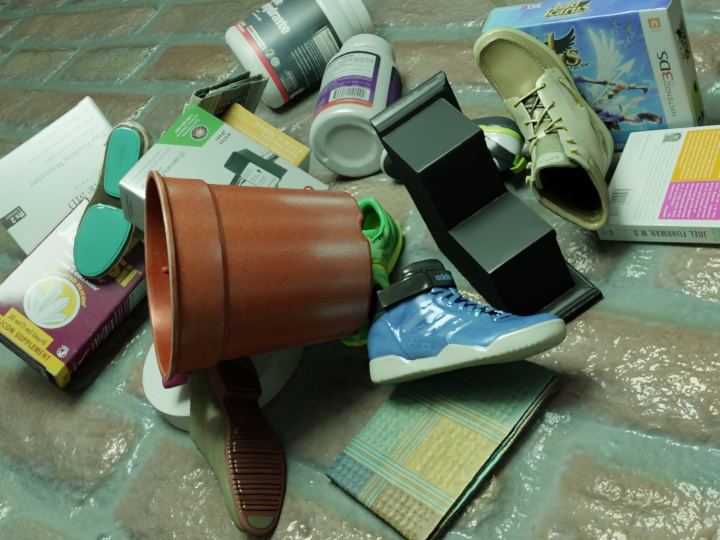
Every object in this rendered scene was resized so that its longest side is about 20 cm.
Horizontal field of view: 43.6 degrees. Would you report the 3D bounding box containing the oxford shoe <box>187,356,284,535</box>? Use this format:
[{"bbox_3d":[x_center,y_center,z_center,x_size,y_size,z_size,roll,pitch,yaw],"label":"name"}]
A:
[{"bbox_3d":[-0.130,0.177,0.910,0.075,0.070,0.200,-36,52,30],"label":"oxford shoe"}]

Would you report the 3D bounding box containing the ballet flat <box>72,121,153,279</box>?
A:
[{"bbox_3d":[-0.296,-0.085,1.105,0.067,0.068,0.200,-82,15,-78],"label":"ballet flat"}]

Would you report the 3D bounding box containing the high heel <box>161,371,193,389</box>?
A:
[{"bbox_3d":[-0.210,0.054,1.042,0.096,0.067,0.200,-35,45,-4],"label":"high heel"}]

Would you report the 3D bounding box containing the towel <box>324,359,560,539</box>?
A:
[{"bbox_3d":[0.075,0.150,0.848,0.200,0.022,0.147,-48,41,-15],"label":"towel"}]

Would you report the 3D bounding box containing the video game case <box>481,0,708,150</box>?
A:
[{"bbox_3d":[0.253,-0.208,0.969,0.200,0.181,0.045,2,50,35],"label":"video game case"}]

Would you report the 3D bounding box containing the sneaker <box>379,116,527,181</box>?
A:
[{"bbox_3d":[0.103,-0.126,1.071,0.200,0.072,0.083,-9,61,37],"label":"sneaker"}]

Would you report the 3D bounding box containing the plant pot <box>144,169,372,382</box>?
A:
[{"bbox_3d":[-0.102,0.000,0.884,0.195,0.201,0.201,-4,35,-19],"label":"plant pot"}]

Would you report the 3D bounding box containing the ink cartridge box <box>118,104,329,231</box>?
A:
[{"bbox_3d":[-0.156,-0.078,1.049,0.200,0.083,0.147,31,62,8],"label":"ink cartridge box"}]

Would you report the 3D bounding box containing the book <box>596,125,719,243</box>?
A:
[{"bbox_3d":[0.347,-0.085,0.891,0.200,0.048,0.134,5,53,39],"label":"book"}]

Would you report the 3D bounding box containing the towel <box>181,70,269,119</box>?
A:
[{"bbox_3d":[-0.209,-0.173,1.205,0.200,0.035,0.193,-60,-10,28],"label":"towel"}]

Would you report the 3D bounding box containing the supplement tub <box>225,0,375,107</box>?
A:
[{"bbox_3d":[-0.093,-0.357,1.384,0.200,0.140,0.140,-34,39,-2],"label":"supplement tub"}]

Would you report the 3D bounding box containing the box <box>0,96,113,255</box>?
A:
[{"bbox_3d":[-0.417,-0.123,1.293,0.199,0.131,0.200,-39,4,-9],"label":"box"}]

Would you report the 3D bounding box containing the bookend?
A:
[{"bbox_3d":[0.123,-0.064,0.894,0.092,0.200,0.199,-34,39,-2],"label":"bookend"}]

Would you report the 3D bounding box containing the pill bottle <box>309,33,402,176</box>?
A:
[{"bbox_3d":[-0.001,-0.231,1.217,0.111,0.112,0.200,-13,43,22],"label":"pill bottle"}]

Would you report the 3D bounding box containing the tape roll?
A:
[{"bbox_3d":[-0.159,0.093,1.045,0.202,0.037,0.203,-19,41,17],"label":"tape roll"}]

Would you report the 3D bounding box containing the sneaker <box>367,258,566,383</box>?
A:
[{"bbox_3d":[0.089,0.036,0.839,0.200,0.077,0.111,-17,75,35],"label":"sneaker"}]

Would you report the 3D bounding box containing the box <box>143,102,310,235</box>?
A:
[{"bbox_3d":[-0.171,-0.094,1.158,0.124,0.098,0.200,32,66,8],"label":"box"}]

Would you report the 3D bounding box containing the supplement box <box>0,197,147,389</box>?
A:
[{"bbox_3d":[-0.367,0.031,1.150,0.200,0.131,0.103,-53,0,-22],"label":"supplement box"}]

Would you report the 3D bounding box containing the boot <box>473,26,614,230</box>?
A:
[{"bbox_3d":[0.184,-0.145,0.906,0.072,0.200,0.155,-35,20,33],"label":"boot"}]

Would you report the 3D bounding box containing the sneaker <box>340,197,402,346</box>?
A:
[{"bbox_3d":[0.000,0.000,0.999,0.074,0.084,0.200,-14,44,21],"label":"sneaker"}]
